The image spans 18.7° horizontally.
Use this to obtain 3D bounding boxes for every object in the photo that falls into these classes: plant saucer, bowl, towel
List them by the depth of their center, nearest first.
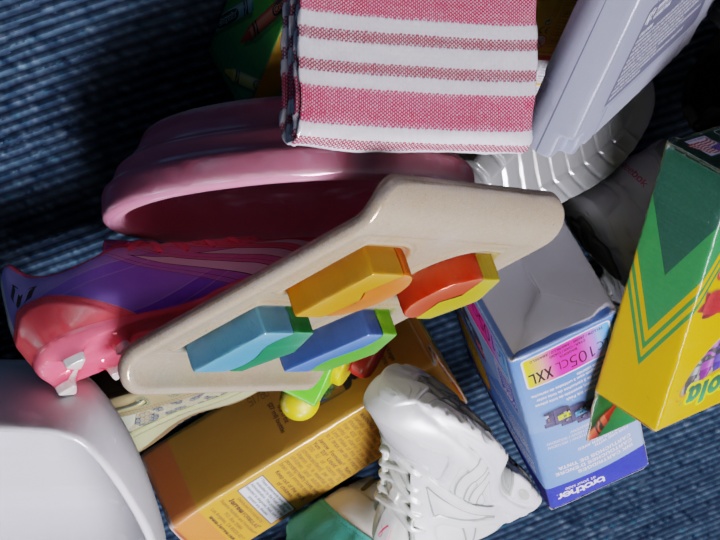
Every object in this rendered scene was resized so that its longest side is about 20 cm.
[{"bbox_3d":[0.024,-0.157,1.090,0.146,0.030,0.201,1,90,-31],"label":"towel"},{"bbox_3d":[-0.039,-0.054,1.174,0.200,0.051,0.201,-4,172,-1],"label":"plant saucer"},{"bbox_3d":[-0.213,0.118,1.258,0.199,0.075,0.200,-1,141,11],"label":"bowl"}]

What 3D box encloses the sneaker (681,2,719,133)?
[{"bbox_3d":[0.241,-0.101,1.332,0.099,0.070,0.200,-25,137,-12],"label":"sneaker"}]

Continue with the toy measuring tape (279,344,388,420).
[{"bbox_3d":[0.000,0.000,1.320,0.073,0.074,0.200,13,107,-39],"label":"toy measuring tape"}]

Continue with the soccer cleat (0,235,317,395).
[{"bbox_3d":[-0.100,0.006,1.205,0.200,0.077,0.067,-19,158,-28],"label":"soccer cleat"}]

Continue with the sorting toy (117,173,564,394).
[{"bbox_3d":[-0.005,0.017,1.171,0.200,0.037,0.185,-34,160,29],"label":"sorting toy"}]

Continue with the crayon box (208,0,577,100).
[{"bbox_3d":[0.033,-0.143,1.178,0.200,0.058,0.119,1,132,-31],"label":"crayon box"}]

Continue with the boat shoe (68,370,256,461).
[{"bbox_3d":[-0.106,0.047,1.287,0.200,0.073,0.063,-36,143,10],"label":"boat shoe"}]

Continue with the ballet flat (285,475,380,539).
[{"bbox_3d":[-0.002,0.164,1.435,0.070,0.067,0.200,-52,173,3],"label":"ballet flat"}]

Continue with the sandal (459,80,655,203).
[{"bbox_3d":[0.088,-0.067,1.297,0.203,0.050,0.083,-38,124,-17],"label":"sandal"}]

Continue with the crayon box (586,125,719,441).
[{"bbox_3d":[0.208,0.011,1.280,0.127,0.051,0.200,-19,131,-43],"label":"crayon box"}]

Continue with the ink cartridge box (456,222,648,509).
[{"bbox_3d":[0.115,0.053,1.373,0.076,0.137,0.200,-25,140,-2],"label":"ink cartridge box"}]

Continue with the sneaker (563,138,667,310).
[{"bbox_3d":[0.202,-0.009,1.399,0.099,0.078,0.200,-39,147,-6],"label":"sneaker"}]

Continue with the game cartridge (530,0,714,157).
[{"bbox_3d":[0.159,-0.152,1.185,0.200,0.041,0.133,-42,164,-51],"label":"game cartridge"}]

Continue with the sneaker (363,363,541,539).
[{"bbox_3d":[0.042,0.131,1.344,0.099,0.078,0.200,-45,143,-3],"label":"sneaker"}]

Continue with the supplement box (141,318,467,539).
[{"bbox_3d":[-0.035,0.101,1.392,0.200,0.067,0.069,-33,141,6],"label":"supplement box"}]
